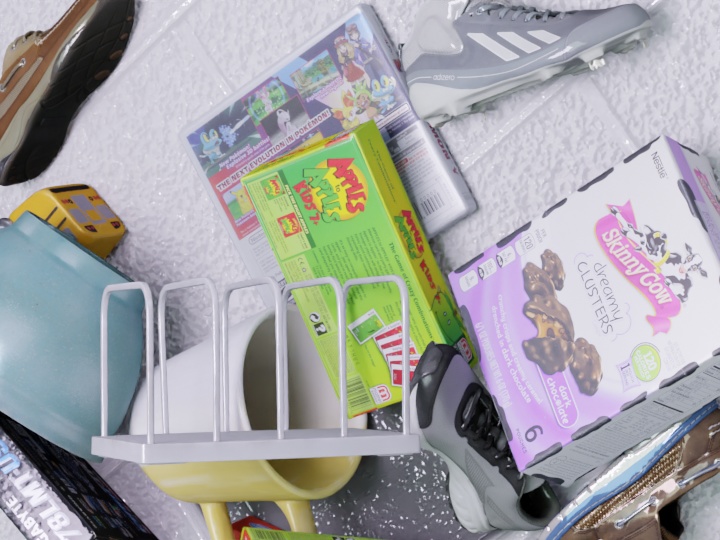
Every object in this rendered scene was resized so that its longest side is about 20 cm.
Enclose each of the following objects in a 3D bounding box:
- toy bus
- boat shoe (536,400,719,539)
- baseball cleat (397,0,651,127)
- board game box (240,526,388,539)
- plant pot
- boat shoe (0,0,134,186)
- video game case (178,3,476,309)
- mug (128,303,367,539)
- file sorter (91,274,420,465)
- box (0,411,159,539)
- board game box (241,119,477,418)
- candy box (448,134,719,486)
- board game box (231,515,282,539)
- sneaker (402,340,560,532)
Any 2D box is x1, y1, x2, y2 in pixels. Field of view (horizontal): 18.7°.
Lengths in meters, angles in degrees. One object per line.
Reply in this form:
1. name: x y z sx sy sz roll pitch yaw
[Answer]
1. toy bus: -0.288 0.012 1.836 0.078 0.065 0.200 47 114 14
2. boat shoe: 0.198 0.175 1.588 0.072 0.072 0.200 47 115 14
3. baseball cleat: 0.111 -0.176 1.595 0.199 0.070 0.107 -20 87 28
4. board game box: 0.014 0.237 1.617 0.199 0.102 0.048 7 104 -15
5. plant pot: -0.248 0.039 1.707 0.200 0.200 0.135 33 88 21
6. boat shoe: -0.262 -0.162 1.796 0.074 0.076 0.200 46 113 20
7. video game case: -0.029 -0.079 1.710 0.200 0.023 0.183 -32 81 28
8. mug: -0.101 0.131 1.700 0.153 0.149 0.187 -16 53 37
9. file sorter: -0.077 0.068 1.535 0.139 0.199 0.125 173 96 -69
10. box: -0.257 0.166 1.763 0.050 0.199 0.200 -44 74 -1
11. board game box: 0.000 0.000 1.652 0.101 0.048 0.201 -20 99 24
12. candy box: 0.180 0.029 1.550 0.200 0.071 0.168 -34 59 26
13. board game box: -0.032 0.304 1.746 0.199 0.040 0.154 20 105 25
14. sneaker: 0.091 0.121 1.591 0.079 0.200 0.074 5 54 33
